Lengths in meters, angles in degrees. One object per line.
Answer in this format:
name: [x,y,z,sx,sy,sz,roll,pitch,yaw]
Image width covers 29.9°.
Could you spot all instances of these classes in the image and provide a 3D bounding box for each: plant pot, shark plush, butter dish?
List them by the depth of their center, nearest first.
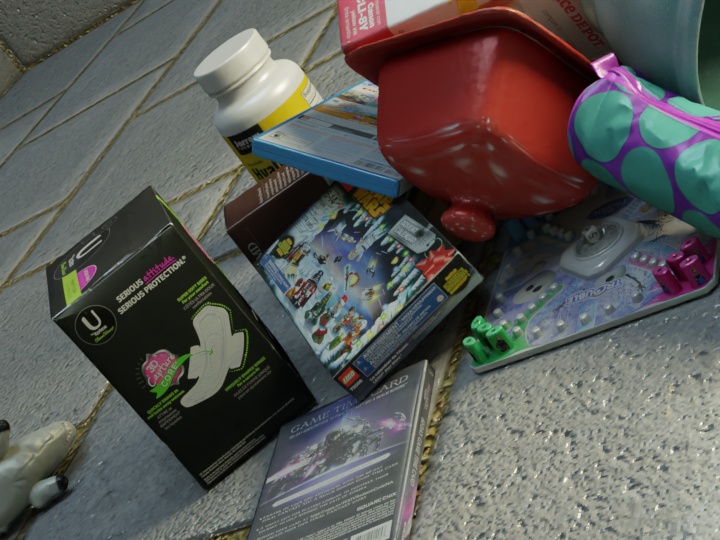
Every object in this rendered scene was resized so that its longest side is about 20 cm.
plant pot: [0.250,-0.220,1.010,0.134,0.201,0.200,26,63,37]
butter dish: [0.099,-0.094,1.048,0.199,0.199,0.149,-7,62,50]
shark plush: [-0.349,0.232,1.314,0.201,0.090,0.083,-59,3,1]

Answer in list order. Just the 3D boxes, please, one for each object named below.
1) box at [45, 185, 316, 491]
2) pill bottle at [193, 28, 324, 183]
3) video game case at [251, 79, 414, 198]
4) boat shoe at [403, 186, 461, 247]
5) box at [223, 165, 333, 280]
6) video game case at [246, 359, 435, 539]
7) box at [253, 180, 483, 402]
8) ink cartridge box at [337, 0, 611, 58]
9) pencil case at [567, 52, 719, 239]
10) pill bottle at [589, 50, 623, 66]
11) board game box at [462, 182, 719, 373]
box: [-0.155,0.053,1.139,0.124,0.200,0.149,-38,23,-3]
pill bottle: [-0.086,-0.152,1.432,0.111,0.200,0.112,-31,22,15]
video game case: [0.017,-0.120,1.185,0.142,0.018,0.200,18,30,24]
boat shoe: [0.088,-0.066,1.191,0.076,0.072,0.201,0,42,32]
box: [-0.027,-0.070,1.317,0.199,0.100,0.075,-34,22,9]
video game case: [-0.017,0.155,0.977,0.142,0.019,0.200,-27,24,24]
box: [0.000,0.000,1.099,0.137,0.040,0.200,-45,35,2]
ink cartridge box: [0.100,-0.217,1.111,0.199,0.145,0.084,-19,60,27]
pencil case: [0.229,-0.076,0.905,0.085,0.093,0.200,-30,34,-20]
pill bottle: [0.236,-0.225,1.205,0.113,0.113,0.199,-46,24,-20]
board game box: [0.179,-0.023,1.016,0.199,0.026,0.201,-23,27,32]
